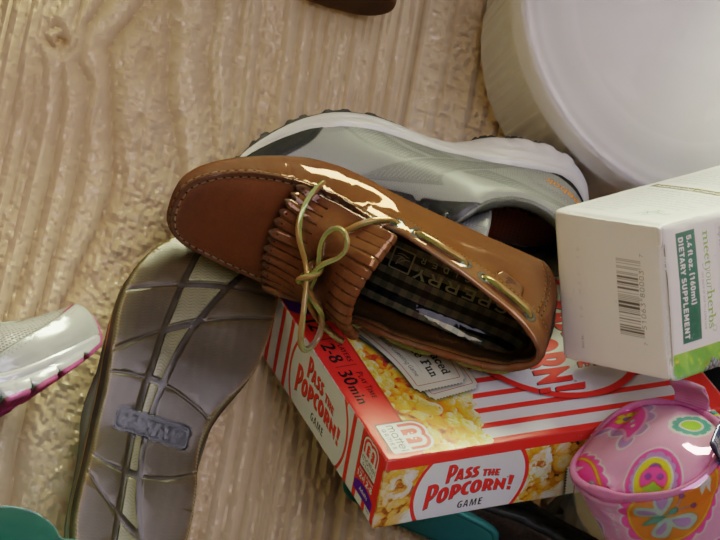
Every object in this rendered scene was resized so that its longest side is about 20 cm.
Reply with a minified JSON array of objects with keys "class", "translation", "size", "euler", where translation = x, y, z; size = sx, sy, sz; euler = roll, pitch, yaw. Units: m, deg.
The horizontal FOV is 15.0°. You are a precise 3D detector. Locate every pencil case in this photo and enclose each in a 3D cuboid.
[{"class":"pencil case","translation":[0.169,0.153,1.358],"size":[0.087,0.087,0.201],"euler":[-40,126,-28]}]

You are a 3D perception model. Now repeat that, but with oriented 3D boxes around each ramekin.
[{"class":"ramekin","translation":[0.158,-0.123,1.514],"size":[0.201,0.094,0.204],"euler":[7,73,-22]}]

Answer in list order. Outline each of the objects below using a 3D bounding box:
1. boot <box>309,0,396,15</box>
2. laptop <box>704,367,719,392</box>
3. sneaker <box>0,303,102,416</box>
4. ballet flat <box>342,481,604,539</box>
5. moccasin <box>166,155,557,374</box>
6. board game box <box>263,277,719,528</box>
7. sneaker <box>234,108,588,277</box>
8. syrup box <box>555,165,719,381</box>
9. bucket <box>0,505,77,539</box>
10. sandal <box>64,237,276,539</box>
[{"class":"boot","translation":[-0.049,-0.239,1.464],"size":[0.199,0.077,0.156],"euler":[16,71,-22]},{"class":"laptop","translation":[0.221,0.086,1.529],"size":[0.199,0.103,0.178],"euler":[7,70,5]},{"class":"sneaker","translation":[-0.220,0.034,1.308],"size":[0.199,0.081,0.089],"euler":[-10,81,-27]},{"class":"ballet flat","translation":[0.083,0.132,1.425],"size":[0.200,0.068,0.069],"euler":[37,53,-10]},{"class":"moccasin","translation":[-0.001,0.001,1.351],"size":[0.200,0.074,0.078],"euler":[26,26,-4]},{"class":"board game box","translation":[0.067,0.054,1.403],"size":[0.199,0.047,0.152],"euler":[-7,39,-26]},{"class":"sneaker","translation":[0.025,-0.033,1.413],"size":[0.199,0.074,0.079],"euler":[3,30,-7]},{"class":"syrup box","translation":[0.197,-0.008,1.398],"size":[0.199,0.081,0.079],"euler":[-14,106,-37]},{"class":"bucket","translation":[-0.194,0.216,1.236],"size":[0.206,0.135,0.209],"euler":[7,71,-22]},{"class":"sandal","translation":[-0.104,0.070,1.364],"size":[0.080,0.054,0.201],"euler":[24,68,-17]}]
